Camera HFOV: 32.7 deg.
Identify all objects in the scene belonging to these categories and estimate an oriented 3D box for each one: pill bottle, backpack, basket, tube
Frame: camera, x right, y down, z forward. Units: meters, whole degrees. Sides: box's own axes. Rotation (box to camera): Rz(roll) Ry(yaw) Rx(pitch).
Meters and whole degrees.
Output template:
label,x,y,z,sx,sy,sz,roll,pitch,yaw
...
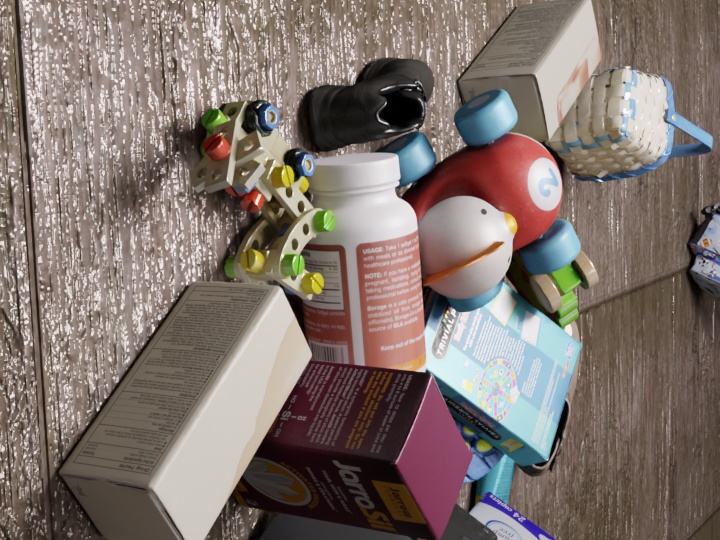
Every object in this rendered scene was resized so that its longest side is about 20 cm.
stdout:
label,x,y,z,sx,sy,sz,roll,pitch,yaw
pill bottle,0.000,0.000,1.107,0.112,0.111,0.204,-21,111,-57
backpack,0.695,-0.009,2.205,0.199,0.189,0.156,28,85,-56
basket,0.351,-0.187,1.627,0.199,0.174,0.142,28,65,-44
tube,0.165,0.234,1.469,0.077,0.050,0.204,12,86,-55

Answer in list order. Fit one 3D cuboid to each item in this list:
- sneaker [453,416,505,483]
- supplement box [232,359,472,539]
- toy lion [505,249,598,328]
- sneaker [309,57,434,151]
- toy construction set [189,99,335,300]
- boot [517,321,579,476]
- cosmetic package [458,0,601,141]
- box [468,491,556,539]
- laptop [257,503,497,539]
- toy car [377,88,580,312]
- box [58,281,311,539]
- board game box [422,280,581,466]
label,x,y,z,sx,sy,sz,roll,pitch,yaw
sneaker,0.127,0.183,1.370,0.198,0.082,0.072,-31,92,-39
supplement box,-0.024,0.140,0.991,0.086,0.197,0.111,-62,141,-34
toy lion,0.188,-0.024,1.407,0.202,0.068,0.192,57,-7,1
sneaker,0.032,-0.158,1.173,0.200,0.089,0.077,-39,122,-53
toy construction set,-0.086,-0.059,0.991,0.201,0.091,0.133,66,39,-54
boot,0.237,0.154,1.513,0.146,0.069,0.204,13,89,-86
cosmetic package,0.204,-0.237,1.447,0.200,0.102,0.088,-51,133,-43
box,0.153,0.362,1.292,0.200,0.183,0.106,-32,152,-58
laptop,0.013,0.257,1.115,0.104,0.176,0.200,-57,170,14
toy car,0.114,-0.040,1.169,0.186,0.175,0.201,60,14,-19
box,-0.126,0.105,0.922,0.201,0.094,0.078,-58,139,-37
board game box,0.139,0.093,1.327,0.199,0.047,0.152,37,56,-20
